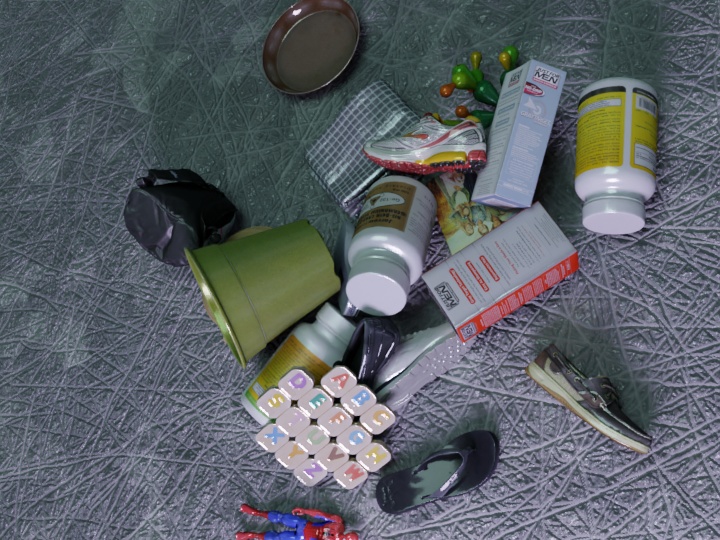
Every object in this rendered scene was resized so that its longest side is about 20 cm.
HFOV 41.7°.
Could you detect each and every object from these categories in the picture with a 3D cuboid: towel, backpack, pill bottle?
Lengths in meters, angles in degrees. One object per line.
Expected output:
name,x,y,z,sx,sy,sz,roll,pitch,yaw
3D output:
towel,0.014,-0.193,1.540,0.200,0.086,0.166,-44,58,6
backpack,-0.298,-0.086,1.592,0.167,0.200,0.127,44,110,2
pill bottle,0.043,-0.036,1.399,0.114,0.115,0.201,-7,43,25
pill bottle,-0.082,0.151,1.446,0.111,0.111,0.200,40,92,32
pill bottle,0.360,-0.159,1.334,0.112,0.112,0.202,-2,71,26

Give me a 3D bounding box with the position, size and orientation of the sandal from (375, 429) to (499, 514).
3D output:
sandal,0.109,0.291,1.337,0.199,0.043,0.076,-31,61,14

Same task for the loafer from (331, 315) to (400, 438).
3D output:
loafer,-0.015,0.153,1.375,0.068,0.070,0.201,47,116,50

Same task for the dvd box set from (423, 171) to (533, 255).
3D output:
dvd box set,0.193,-0.081,1.439,0.146,0.029,0.201,-27,61,16

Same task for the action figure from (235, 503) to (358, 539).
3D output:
action figure,-0.103,0.379,1.385,0.199,0.099,0.066,0,73,24

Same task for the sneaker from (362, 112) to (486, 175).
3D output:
sneaker,0.097,-0.189,1.411,0.199,0.078,0.083,1,81,27

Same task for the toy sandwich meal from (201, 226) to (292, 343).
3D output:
toy sandwich meal,-0.174,0.025,1.569,0.204,0.070,0.207,-11,64,22

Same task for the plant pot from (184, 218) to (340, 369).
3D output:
plant pot,-0.137,0.016,1.424,0.189,0.201,0.201,-26,59,-11

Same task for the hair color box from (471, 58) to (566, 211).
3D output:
hair color box,0.227,-0.192,1.366,0.060,0.099,0.201,16,85,-13

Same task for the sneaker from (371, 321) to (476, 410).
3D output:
sneaker,0.081,0.123,1.400,0.200,0.076,0.081,-36,50,9

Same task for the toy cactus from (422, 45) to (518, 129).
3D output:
toy cactus,0.203,-0.256,1.462,0.165,0.102,0.200,38,60,11

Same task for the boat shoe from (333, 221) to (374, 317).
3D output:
boat shoe,0.001,-0.002,1.479,0.200,0.068,0.074,-102,27,-54

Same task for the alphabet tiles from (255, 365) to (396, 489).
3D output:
alphabet tiles,-0.053,0.230,1.371,0.200,0.015,0.195,45,114,-11

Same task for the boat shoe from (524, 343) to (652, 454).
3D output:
boat shoe,0.309,0.167,1.263,0.200,0.073,0.065,36,95,32

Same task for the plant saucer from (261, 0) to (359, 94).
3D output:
plant saucer,-0.085,-0.400,1.698,0.199,0.034,0.202,-10,68,25

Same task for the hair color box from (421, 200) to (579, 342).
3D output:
hair color box,0.198,0.002,1.337,0.199,0.061,0.102,-32,61,0
